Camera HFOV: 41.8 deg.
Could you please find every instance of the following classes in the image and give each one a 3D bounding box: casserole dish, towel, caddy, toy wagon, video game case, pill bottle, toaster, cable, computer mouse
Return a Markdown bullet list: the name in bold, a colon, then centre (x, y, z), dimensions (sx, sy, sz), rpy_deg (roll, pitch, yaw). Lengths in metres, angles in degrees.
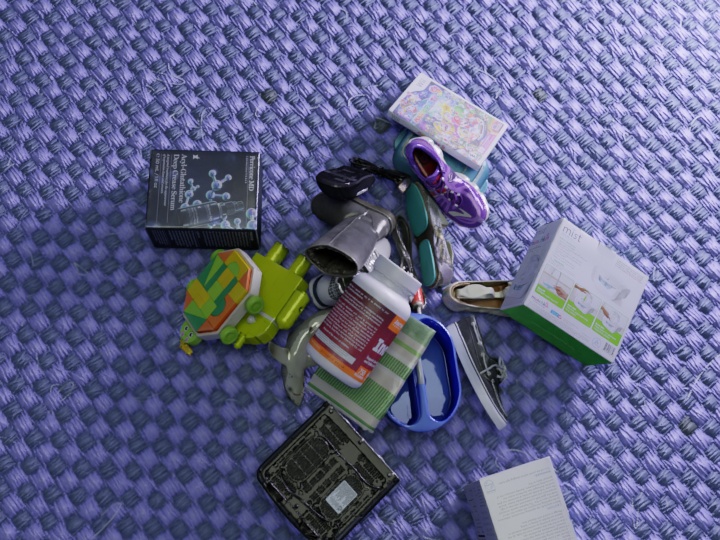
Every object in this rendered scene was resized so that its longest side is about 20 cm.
- **casserole dish**: centre (0.152, -0.205, 1.767), dimensions (0.199, 0.039, 0.122), rpy_deg (34, 74, 8)
- **towel**: centre (0.015, 0.151, 1.586), dimensions (0.152, 0.023, 0.202), rpy_deg (31, 89, 24)
- **caddy**: centre (0.095, 0.177, 1.613), dimensions (0.139, 0.105, 0.203), rpy_deg (-7, 73, -6)
- **toy wagon**: centre (-0.252, 0.060, 1.630), dimensions (0.200, 0.039, 0.155), rpy_deg (-49, 49, 6)
- **video game case**: centre (0.165, -0.282, 1.772), dimensions (0.199, 0.018, 0.144), rpy_deg (32, 51, 7)
- **pill bottle**: centre (0.009, 0.080, 1.532), dimensions (0.112, 0.113, 0.201), rpy_deg (35, 91, 8)
- **toaster**: centre (-0.060, 0.349, 1.549), dimensions (0.200, 0.119, 0.181), rpy_deg (-43, 79, -13)
- **cable**: centre (0.090, -0.007, 1.684), dimensions (0.096, 0.050, 0.202), rpy_deg (28, 54, -30)
- **computer mouse**: centre (0.009, -0.148, 1.680), dimensions (0.139, 0.200, 0.047), rpy_deg (18, 113, 17)

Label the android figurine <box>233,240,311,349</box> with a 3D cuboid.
- **android figurine**: centre (-0.173, 0.046, 1.649), dimensions (0.181, 0.041, 0.201), rpy_deg (29, 75, 34)

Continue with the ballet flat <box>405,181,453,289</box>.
- **ballet flat**: centre (0.131, -0.063, 1.717), dimensions (0.071, 0.072, 0.203), rpy_deg (-9, 74, -5)

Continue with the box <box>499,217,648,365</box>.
- **box**: centre (0.375, 0.039, 1.644), dimensions (0.198, 0.097, 0.178), rpy_deg (31, 73, -13)

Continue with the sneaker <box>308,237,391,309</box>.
- **sneaker**: centre (0.000, 0.000, 1.646), dimensions (0.200, 0.080, 0.077), rpy_deg (-42, 103, -38)

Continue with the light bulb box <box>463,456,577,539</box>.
- **light bulb box**: centre (0.259, 0.419, 1.501), dimensions (0.123, 0.198, 0.203), rpy_deg (-16, 75, -5)

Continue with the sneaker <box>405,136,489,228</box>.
- **sneaker**: centre (0.146, -0.151, 1.693), dimensions (0.200, 0.083, 0.081), rpy_deg (45, 108, 1)

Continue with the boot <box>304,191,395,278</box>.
- **boot**: centre (-0.045, -0.063, 1.632), dimensions (0.179, 0.073, 0.200), rpy_deg (13, 36, 23)

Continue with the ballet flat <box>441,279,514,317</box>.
- **ballet flat**: centre (0.245, 0.047, 1.682), dimensions (0.197, 0.062, 0.069), rpy_deg (-3, 74, -4)

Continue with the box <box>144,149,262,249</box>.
- **box**: centre (-0.276, -0.125, 1.688), dimensions (0.197, 0.107, 0.151), rpy_deg (1, 72, -3)

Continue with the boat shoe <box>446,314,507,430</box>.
- **boat shoe**: centre (0.219, 0.174, 1.638), dimensions (0.067, 0.074, 0.201), rpy_deg (-26, 66, 5)

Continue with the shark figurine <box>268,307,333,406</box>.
- **shark figurine**: centre (-0.090, 0.111, 1.645), dimensions (0.128, 0.089, 0.215), rpy_deg (43, 82, -25)
